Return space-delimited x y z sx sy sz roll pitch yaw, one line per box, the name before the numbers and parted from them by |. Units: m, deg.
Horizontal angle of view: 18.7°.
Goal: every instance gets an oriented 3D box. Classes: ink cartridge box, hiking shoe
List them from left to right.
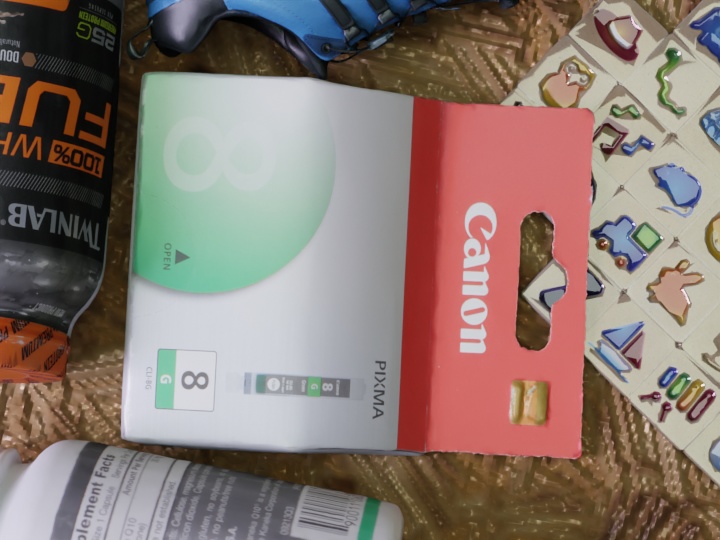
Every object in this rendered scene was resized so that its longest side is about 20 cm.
ink cartridge box | 0.000 0.000 0.952 0.199 0.050 0.162 2 86 5
hiking shoe | 0.000 -0.125 0.962 0.199 0.074 0.087 4 92 -7

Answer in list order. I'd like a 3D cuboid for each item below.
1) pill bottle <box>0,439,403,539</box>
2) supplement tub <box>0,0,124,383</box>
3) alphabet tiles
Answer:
pill bottle | -0.088 0.134 0.908 0.199 0.113 0.113 11 82 4
supplement tub | -0.165 -0.056 0.932 0.122 0.123 0.201 3 82 2
alphabet tiles | 0.152 -0.026 0.978 0.200 0.008 0.167 44 86 7
